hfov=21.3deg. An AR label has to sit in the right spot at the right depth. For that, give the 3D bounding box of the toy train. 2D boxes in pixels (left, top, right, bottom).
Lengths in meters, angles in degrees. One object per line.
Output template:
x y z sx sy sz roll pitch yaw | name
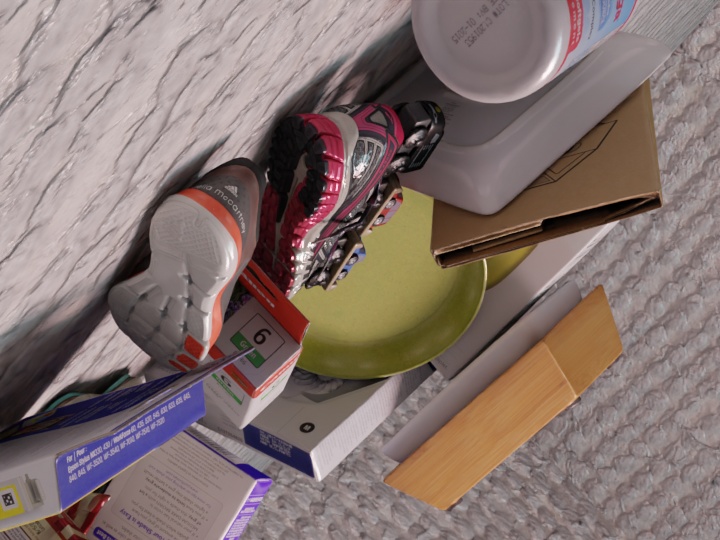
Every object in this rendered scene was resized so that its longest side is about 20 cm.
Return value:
0.006 -0.051 1.358 0.046 0.034 0.200 -14 153 -38 | toy train

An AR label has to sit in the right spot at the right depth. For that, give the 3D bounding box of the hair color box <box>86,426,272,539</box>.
-0.173 0.231 1.604 0.201 0.109 0.065 -58 168 0 | hair color box

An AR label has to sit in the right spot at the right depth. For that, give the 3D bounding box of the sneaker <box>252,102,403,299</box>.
-0.028 -0.043 1.308 0.074 0.081 0.200 -19 163 -28 | sneaker

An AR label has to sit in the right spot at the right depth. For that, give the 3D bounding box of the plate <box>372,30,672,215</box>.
0.094 -0.130 1.405 0.200 0.032 0.199 -41 -144 -21 | plate

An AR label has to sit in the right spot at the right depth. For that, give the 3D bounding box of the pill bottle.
0.123 -0.189 1.269 0.109 0.109 0.200 -48 174 37 | pill bottle

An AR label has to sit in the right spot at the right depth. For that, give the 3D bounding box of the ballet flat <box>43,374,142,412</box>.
-0.197 0.125 1.488 0.067 0.064 0.200 -44 175 7 | ballet flat

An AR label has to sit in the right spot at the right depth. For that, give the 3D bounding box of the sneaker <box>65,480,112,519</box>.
-0.269 0.209 1.618 0.201 0.074 0.085 -52 170 -12 | sneaker

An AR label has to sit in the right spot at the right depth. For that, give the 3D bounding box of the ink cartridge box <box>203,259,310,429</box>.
-0.096 0.038 1.346 0.050 0.109 0.200 -42 174 -16 | ink cartridge box

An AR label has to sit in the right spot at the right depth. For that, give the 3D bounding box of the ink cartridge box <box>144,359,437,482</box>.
-0.047 0.075 1.629 0.200 0.198 0.041 -40 135 -35 | ink cartridge box

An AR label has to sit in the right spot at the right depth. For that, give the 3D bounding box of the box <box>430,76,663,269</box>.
0.131 -0.087 1.369 0.162 0.021 0.201 -16 -146 16 | box

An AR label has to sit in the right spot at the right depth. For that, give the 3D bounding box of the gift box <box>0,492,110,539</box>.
-0.254 0.264 1.491 0.199 0.185 0.187 -37 171 -10 | gift box

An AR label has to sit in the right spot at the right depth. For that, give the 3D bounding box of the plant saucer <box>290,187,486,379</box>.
0.000 0.000 1.514 0.200 0.199 0.031 -47 -154 27 | plant saucer

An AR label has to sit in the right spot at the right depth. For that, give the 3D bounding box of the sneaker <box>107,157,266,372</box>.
-0.099 -0.003 1.225 0.082 0.077 0.200 -49 179 -33 | sneaker

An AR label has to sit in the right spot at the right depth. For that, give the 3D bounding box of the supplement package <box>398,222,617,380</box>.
0.096 -0.057 1.602 0.200 0.191 0.147 -46 174 25 | supplement package

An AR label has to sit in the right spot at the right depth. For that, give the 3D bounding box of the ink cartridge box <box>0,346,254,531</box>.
-0.185 0.118 1.241 0.198 0.047 0.197 -16 -174 26 | ink cartridge box

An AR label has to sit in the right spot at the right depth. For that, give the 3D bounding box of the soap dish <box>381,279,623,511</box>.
0.123 0.106 1.609 0.200 0.081 0.157 -44 175 29 | soap dish
